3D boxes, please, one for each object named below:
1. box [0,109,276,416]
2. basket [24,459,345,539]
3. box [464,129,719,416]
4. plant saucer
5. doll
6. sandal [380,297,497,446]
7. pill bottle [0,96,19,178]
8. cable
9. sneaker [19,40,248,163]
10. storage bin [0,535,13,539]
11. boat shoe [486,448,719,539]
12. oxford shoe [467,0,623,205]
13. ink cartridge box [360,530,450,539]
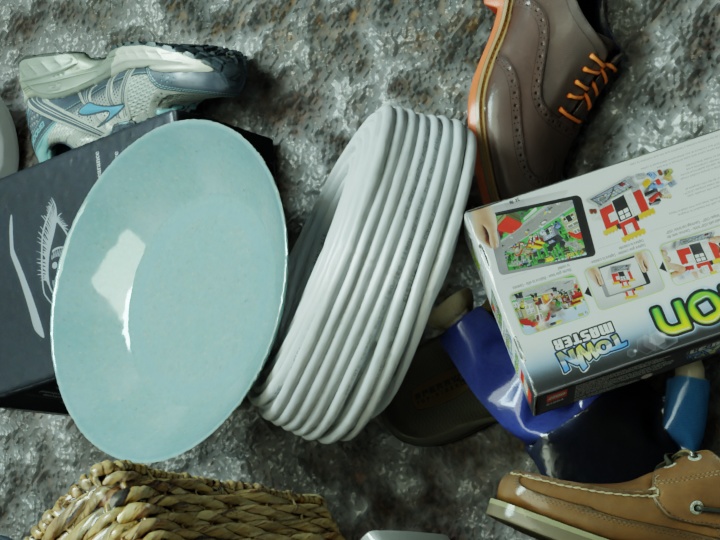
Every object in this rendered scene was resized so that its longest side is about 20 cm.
[{"bbox_3d":[-0.154,0.001,1.267,0.199,0.104,0.149,-17,72,33],"label":"box"},{"bbox_3d":[-0.083,0.205,1.015,0.143,0.200,0.149,-47,57,18],"label":"basket"},{"bbox_3d":[0.165,-0.008,1.022,0.199,0.035,0.110,-18,68,-3],"label":"box"},{"bbox_3d":[-0.102,0.014,1.130,0.200,0.039,0.202,-13,71,40],"label":"plant saucer"},{"bbox_3d":[0.129,0.078,1.052,0.136,0.048,0.200,-39,82,1],"label":"doll"},{"bbox_3d":[0.083,0.041,1.121,0.200,0.055,0.082,-27,67,28],"label":"sandal"},{"bbox_3d":[-0.355,-0.082,1.419,0.199,0.113,0.114,-3,80,36],"label":"pill bottle"},{"bbox_3d":[0.000,0.000,1.107,0.069,0.200,0.201,22,97,-8],"label":"cable"},{"bbox_3d":[-0.148,-0.106,1.312,0.199,0.077,0.087,-2,90,43],"label":"sneaker"},{"bbox_3d":[-0.213,0.271,1.241,0.145,0.134,0.201,31,99,35],"label":"storage bin"},{"bbox_3d":[0.165,0.124,0.996,0.199,0.072,0.068,16,86,-8],"label":"boat shoe"},{"bbox_3d":[0.109,-0.109,1.123,0.072,0.071,0.201,-1,81,30],"label":"oxford shoe"},{"bbox_3d":[0.033,0.267,1.098,0.145,0.083,0.200,-48,58,18],"label":"ink cartridge box"}]
